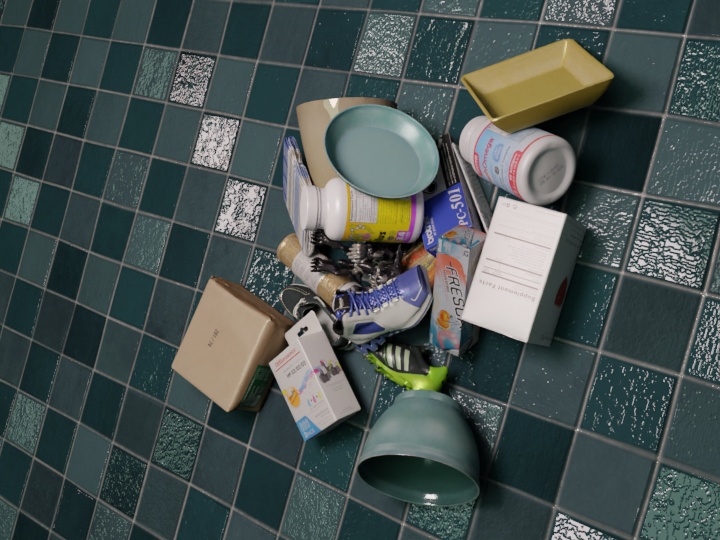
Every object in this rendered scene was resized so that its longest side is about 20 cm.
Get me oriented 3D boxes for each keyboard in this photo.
[{"bbox_3d":[0.201,-0.125,1.422,0.011,0.056,0.203,-26,68,22],"label":"keyboard"}]

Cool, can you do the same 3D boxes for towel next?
[{"bbox_3d":[-0.115,-0.141,1.570,0.201,0.023,0.149,-114,23,-47],"label":"towel"}]

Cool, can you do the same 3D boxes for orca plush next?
[{"bbox_3d":[0.031,-0.065,1.513,0.199,0.071,0.107,-33,66,24],"label":"orca plush"}]

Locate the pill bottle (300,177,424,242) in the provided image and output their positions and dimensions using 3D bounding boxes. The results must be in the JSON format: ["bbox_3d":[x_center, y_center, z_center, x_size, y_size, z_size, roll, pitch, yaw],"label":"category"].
[{"bbox_3d":[0.001,-0.101,1.407,0.104,0.196,0.106,-179,90,-76],"label":"pill bottle"}]

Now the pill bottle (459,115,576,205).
[{"bbox_3d":[0.244,-0.184,1.346,0.110,0.108,0.200,-62,34,8],"label":"pill bottle"}]

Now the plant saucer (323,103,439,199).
[{"bbox_3d":[0.032,-0.190,1.388,0.202,0.197,0.036,61,152,24],"label":"plant saucer"}]

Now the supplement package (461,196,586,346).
[{"bbox_3d":[0.260,0.004,1.323,0.118,0.121,0.203,18,92,31],"label":"supplement package"}]

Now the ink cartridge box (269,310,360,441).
[{"bbox_3d":[-0.093,0.190,1.514,0.115,0.067,0.202,-40,71,44],"label":"ink cartridge box"}]

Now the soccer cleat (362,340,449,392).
[{"bbox_3d":[0.072,0.156,1.461,0.081,0.068,0.199,-44,48,-15],"label":"soccer cleat"}]

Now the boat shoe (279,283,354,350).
[{"bbox_3d":[-0.089,0.081,1.572,0.198,0.060,0.077,28,98,33],"label":"boat shoe"}]

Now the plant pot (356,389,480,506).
[{"bbox_3d":[0.102,0.278,1.355,0.198,0.201,0.136,-10,50,31],"label":"plant pot"}]

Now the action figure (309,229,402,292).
[{"bbox_3d":[0.000,0.000,1.457,0.197,0.102,0.121,19,112,25],"label":"action figure"}]

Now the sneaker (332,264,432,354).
[{"bbox_3d":[0.020,0.063,1.393,0.199,0.114,0.081,-41,43,32],"label":"sneaker"}]

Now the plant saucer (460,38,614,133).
[{"bbox_3d":[0.278,-0.288,1.332,0.197,0.049,0.201,-20,33,3],"label":"plant saucer"}]

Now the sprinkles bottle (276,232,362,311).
[{"bbox_3d":[-0.074,0.009,1.570,0.199,0.068,0.069,40,103,31],"label":"sprinkles bottle"}]

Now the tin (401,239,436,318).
[{"bbox_3d":[0.125,0.005,1.462,0.199,0.042,0.113,-38,68,23],"label":"tin"}]

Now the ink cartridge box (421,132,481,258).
[{"bbox_3d":[0.141,-0.130,1.440,0.093,0.044,0.203,-27,54,25],"label":"ink cartridge box"}]

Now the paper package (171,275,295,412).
[{"bbox_3d":[-0.247,0.147,1.639,0.189,0.103,0.202,30,97,33],"label":"paper package"}]

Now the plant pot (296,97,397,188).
[{"bbox_3d":[-0.021,-0.196,1.519,0.185,0.186,0.204,-2,91,32],"label":"plant pot"}]

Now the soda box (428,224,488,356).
[{"bbox_3d":[0.160,0.033,1.363,0.063,0.068,0.203,22,124,33],"label":"soda box"}]
